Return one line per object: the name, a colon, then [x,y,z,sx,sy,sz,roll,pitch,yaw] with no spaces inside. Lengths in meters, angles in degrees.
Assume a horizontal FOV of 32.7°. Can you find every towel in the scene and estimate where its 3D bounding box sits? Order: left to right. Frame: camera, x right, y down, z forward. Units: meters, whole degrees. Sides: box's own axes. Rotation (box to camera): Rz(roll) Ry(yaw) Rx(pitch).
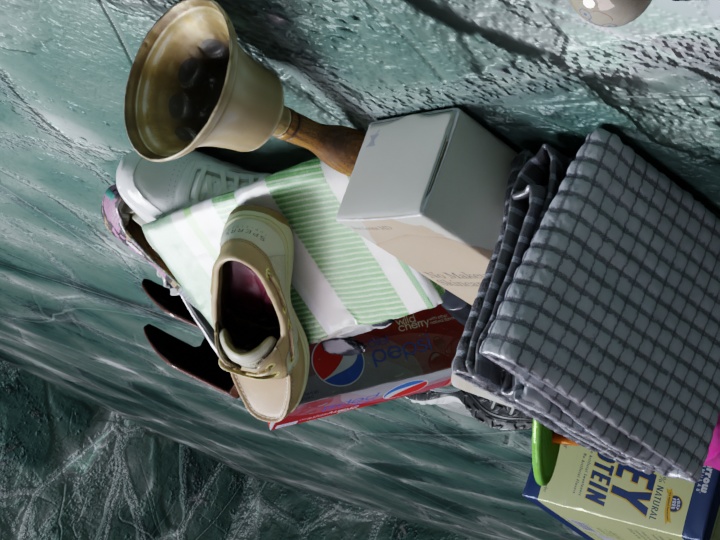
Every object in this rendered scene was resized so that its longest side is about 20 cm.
towel: [-0.052,-0.007,0.953,0.200,0.023,0.153,-18,118,30]
towel: [0.157,0.027,0.782,0.200,0.166,0.086,30,167,-32]

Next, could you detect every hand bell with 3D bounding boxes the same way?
hand bell: [-0.044,-0.094,0.808,0.104,0.104,0.200,4,169,45]

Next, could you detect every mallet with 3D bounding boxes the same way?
mallet: [0.038,0.014,1.129,0.200,0.041,0.066,14,165,34]

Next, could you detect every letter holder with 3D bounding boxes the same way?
letter holder: [-0.183,0.038,1.262,0.142,0.101,0.200,27,180,-19]

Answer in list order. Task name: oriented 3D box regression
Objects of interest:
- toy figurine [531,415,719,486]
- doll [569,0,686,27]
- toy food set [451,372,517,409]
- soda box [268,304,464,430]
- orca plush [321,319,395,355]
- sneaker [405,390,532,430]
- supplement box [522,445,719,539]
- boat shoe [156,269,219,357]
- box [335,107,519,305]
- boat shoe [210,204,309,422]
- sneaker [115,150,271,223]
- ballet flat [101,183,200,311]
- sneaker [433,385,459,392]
toy figurine: [0.261,0.124,1.092,0.184,0.150,0.200,5,-177,17]
doll: [0.128,-0.139,0.464,0.136,0.049,0.200,13,172,-11]
toy food set: [0.186,0.074,0.927,0.200,0.061,0.143,-8,-175,-16]
soda box: [0.004,0.087,1.150,0.200,0.070,0.063,-11,158,-20]
orca plush: [0.000,0.000,1.003,0.200,0.071,0.105,-31,111,33]
sneaker: [0.136,0.132,1.357,0.079,0.074,0.200,21,174,-42]
supplement box: [0.318,0.229,1.316,0.200,0.134,0.200,8,161,36]
boat shoe: [-0.151,-0.002,1.110,0.072,0.066,0.200,2,128,49]
box: [0.091,-0.026,0.840,0.200,0.078,0.095,30,161,-33]
boat shoe: [-0.085,0.047,0.947,0.074,0.066,0.200,5,127,16]
sneaker: [-0.095,-0.062,0.988,0.200,0.075,0.100,17,160,-19]
ballet flat: [-0.136,-0.004,1.043,0.200,0.069,0.071,38,-178,-16]
sneaker: [0.038,0.061,1.253,0.200,0.073,0.071,32,-176,-34]
